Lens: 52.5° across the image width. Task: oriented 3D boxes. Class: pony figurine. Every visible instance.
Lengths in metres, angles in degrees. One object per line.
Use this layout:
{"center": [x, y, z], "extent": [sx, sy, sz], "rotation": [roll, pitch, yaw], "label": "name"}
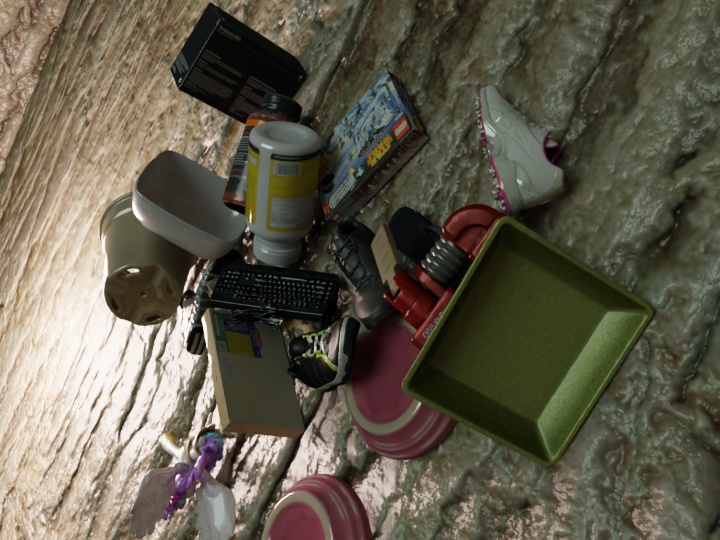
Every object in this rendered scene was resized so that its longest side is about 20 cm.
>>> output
{"center": [-0.280, 0.335, 1.159], "extent": [0.199, 0.163, 0.198], "rotation": [-31, 44, 54], "label": "pony figurine"}

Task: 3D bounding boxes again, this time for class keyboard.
{"center": [-0.135, 0.035, 1.079], "extent": [0.195, 0.040, 0.106], "rotation": [5, 63, 20], "label": "keyboard"}

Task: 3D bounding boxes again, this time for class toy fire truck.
{"center": [0.095, -0.009, 0.853], "extent": [0.199, 0.128, 0.178], "rotation": [38, 100, 14], "label": "toy fire truck"}

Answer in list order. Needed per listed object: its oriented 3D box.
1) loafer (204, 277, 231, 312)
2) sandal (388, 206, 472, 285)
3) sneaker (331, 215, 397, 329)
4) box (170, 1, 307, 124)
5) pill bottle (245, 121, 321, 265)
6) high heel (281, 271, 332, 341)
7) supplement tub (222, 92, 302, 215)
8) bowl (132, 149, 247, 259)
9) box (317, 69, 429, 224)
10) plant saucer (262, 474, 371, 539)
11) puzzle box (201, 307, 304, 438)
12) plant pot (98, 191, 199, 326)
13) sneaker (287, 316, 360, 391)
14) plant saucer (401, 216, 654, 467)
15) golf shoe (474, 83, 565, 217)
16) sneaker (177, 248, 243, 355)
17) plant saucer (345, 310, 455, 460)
{"center": [-0.214, 0.097, 1.207], "extent": [0.073, 0.061, 0.203], "rotation": [106, 152, -51], "label": "loafer"}
{"center": [0.093, -0.029, 0.954], "extent": [0.199, 0.042, 0.078], "rotation": [29, 96, 49], "label": "sandal"}
{"center": [0.000, 0.000, 0.973], "extent": [0.076, 0.091, 0.202], "rotation": [-40, 30, 14], "label": "sneaker"}
{"center": [-0.214, -0.353, 1.298], "extent": [0.142, 0.198, 0.080], "rotation": [-48, 45, 20], "label": "box"}
{"center": [-0.123, -0.117, 1.133], "extent": [0.112, 0.110, 0.205], "rotation": [45, 135, 46], "label": "pill bottle"}
{"center": [-0.130, 0.078, 1.130], "extent": [0.196, 0.071, 0.146], "rotation": [-5, 65, 37], "label": "high heel"}
{"center": [-0.160, -0.194, 1.246], "extent": [0.106, 0.106, 0.205], "rotation": [10, 82, 48], "label": "supplement tub"}
{"center": [-0.294, -0.104, 1.268], "extent": [0.075, 0.196, 0.201], "rotation": [-55, 13, 27], "label": "bowl"}
{"center": [0.006, -0.184, 1.113], "extent": [0.200, 0.039, 0.139], "rotation": [-43, 47, 28], "label": "box"}
{"center": [-0.069, 0.372, 0.957], "extent": [0.198, 0.050, 0.206], "rotation": [-21, 59, 41], "label": "plant saucer"}
{"center": [-0.162, 0.152, 1.095], "extent": [0.025, 0.131, 0.203], "rotation": [-47, 45, 32], "label": "puzzle box"}
{"center": [-0.383, -0.009, 1.316], "extent": [0.201, 0.198, 0.185], "rotation": [-47, 31, 23], "label": "plant pot"}
{"center": [-0.057, 0.115, 0.970], "extent": [0.201, 0.081, 0.073], "rotation": [120, 165, -59], "label": "sneaker"}
{"center": [0.165, 0.072, 0.750], "extent": [0.203, 0.197, 0.048], "rotation": [-59, 14, 10], "label": "plant saucer"}
{"center": [0.192, -0.154, 0.890], "extent": [0.089, 0.076, 0.204], "rotation": [-14, 55, 11], "label": "golf shoe"}
{"center": [-0.285, 0.039, 1.318], "extent": [0.115, 0.074, 0.204], "rotation": [34, 101, 51], "label": "sneaker"}
{"center": [0.047, 0.135, 0.936], "extent": [0.198, 0.050, 0.206], "rotation": [-21, 59, 41], "label": "plant saucer"}
